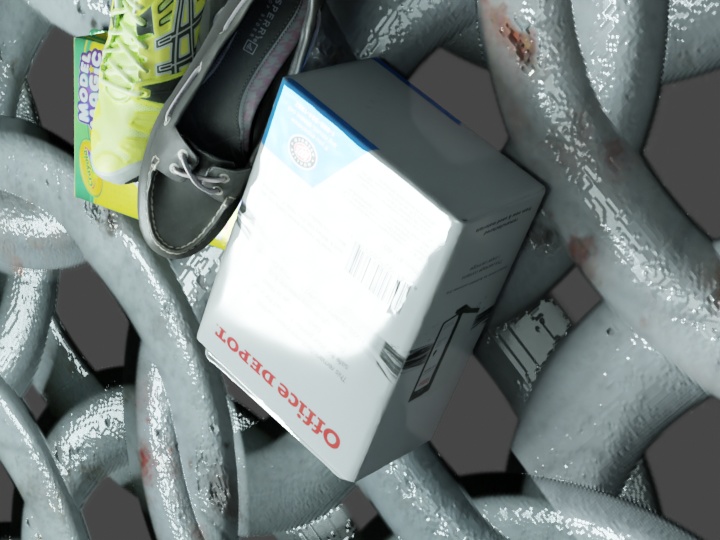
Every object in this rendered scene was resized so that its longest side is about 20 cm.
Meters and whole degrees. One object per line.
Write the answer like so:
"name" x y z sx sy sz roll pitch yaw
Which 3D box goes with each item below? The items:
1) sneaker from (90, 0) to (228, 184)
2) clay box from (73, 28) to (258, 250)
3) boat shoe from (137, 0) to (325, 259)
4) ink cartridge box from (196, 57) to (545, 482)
"sneaker" -0.130 -0.151 0.937 0.075 0.076 0.201 22 95 34
"clay box" -0.127 -0.089 1.020 0.200 0.048 0.115 18 114 36
"boat shoe" -0.078 -0.096 0.900 0.067 0.057 0.200 26 97 -8
"ink cartridge box" 0.000 0.000 0.910 0.146 0.084 0.200 41 129 25
